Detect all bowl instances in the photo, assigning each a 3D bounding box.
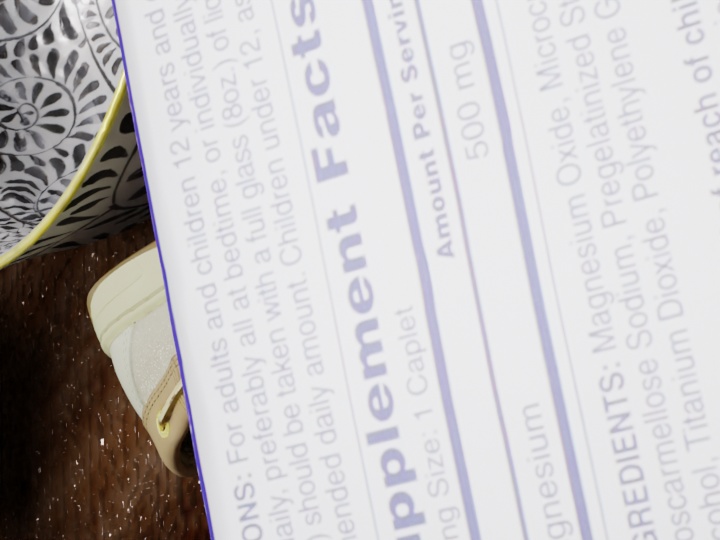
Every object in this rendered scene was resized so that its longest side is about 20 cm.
[{"bbox_3d":[-0.078,-0.091,0.909,0.200,0.094,0.202,-15,71,51],"label":"bowl"}]

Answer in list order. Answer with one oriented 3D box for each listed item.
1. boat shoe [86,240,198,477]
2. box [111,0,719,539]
[{"bbox_3d":[0.000,0.000,0.813,0.200,0.074,0.067,-34,69,48],"label":"boat shoe"},{"bbox_3d":[0.066,-0.033,0.502,0.199,0.105,0.185,-16,81,36],"label":"box"}]
